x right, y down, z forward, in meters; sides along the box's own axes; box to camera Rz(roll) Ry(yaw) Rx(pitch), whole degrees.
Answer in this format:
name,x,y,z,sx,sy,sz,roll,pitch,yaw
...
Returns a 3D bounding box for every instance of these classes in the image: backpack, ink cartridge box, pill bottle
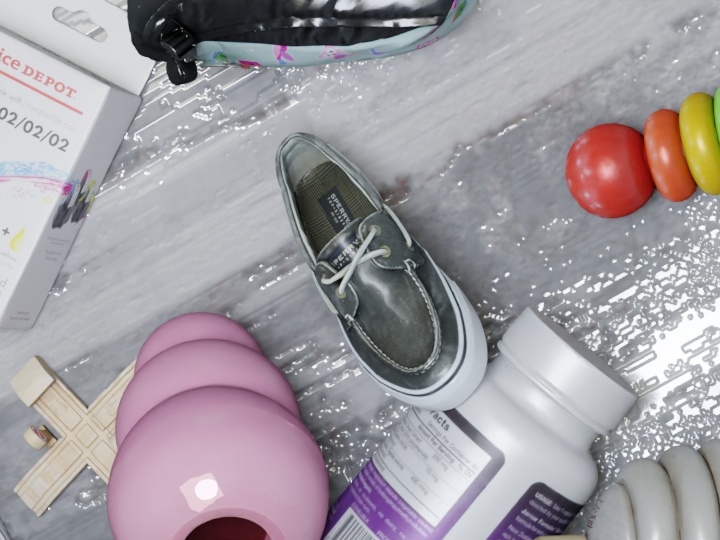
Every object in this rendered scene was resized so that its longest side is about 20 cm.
name,x,y,z,sx,sy,sz,roll,pitch,yaw
backpack,-0.026,-0.192,1.605,0.199,0.127,0.168,3,100,12
ink cartridge box,-0.212,-0.079,1.670,0.115,0.068,0.201,27,93,12
pill bottle,0.063,0.122,1.579,0.111,0.111,0.200,40,96,11

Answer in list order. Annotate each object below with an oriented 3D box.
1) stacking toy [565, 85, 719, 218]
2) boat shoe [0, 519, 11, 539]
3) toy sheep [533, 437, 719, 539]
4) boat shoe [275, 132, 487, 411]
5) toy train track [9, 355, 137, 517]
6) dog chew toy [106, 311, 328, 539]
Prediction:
name,x,y,z,sx,sy,sz,roll,pitch,yaw
stacking toy,0.212,-0.075,1.579,0.199,0.085,0.086,-14,85,19
boat shoe,-0.246,0.177,1.666,0.071,0.070,0.200,-38,81,9
toy sheep,0.194,0.159,1.540,0.199,0.138,0.139,-1,87,-10
boat shoe,0.000,0.000,1.575,0.072,0.071,0.200,-42,49,7
toy train track,-0.136,0.129,1.663,0.200,0.033,0.115,45,97,9
dog chew toy,-0.086,0.097,1.585,0.124,0.200,0.125,-5,125,-7
